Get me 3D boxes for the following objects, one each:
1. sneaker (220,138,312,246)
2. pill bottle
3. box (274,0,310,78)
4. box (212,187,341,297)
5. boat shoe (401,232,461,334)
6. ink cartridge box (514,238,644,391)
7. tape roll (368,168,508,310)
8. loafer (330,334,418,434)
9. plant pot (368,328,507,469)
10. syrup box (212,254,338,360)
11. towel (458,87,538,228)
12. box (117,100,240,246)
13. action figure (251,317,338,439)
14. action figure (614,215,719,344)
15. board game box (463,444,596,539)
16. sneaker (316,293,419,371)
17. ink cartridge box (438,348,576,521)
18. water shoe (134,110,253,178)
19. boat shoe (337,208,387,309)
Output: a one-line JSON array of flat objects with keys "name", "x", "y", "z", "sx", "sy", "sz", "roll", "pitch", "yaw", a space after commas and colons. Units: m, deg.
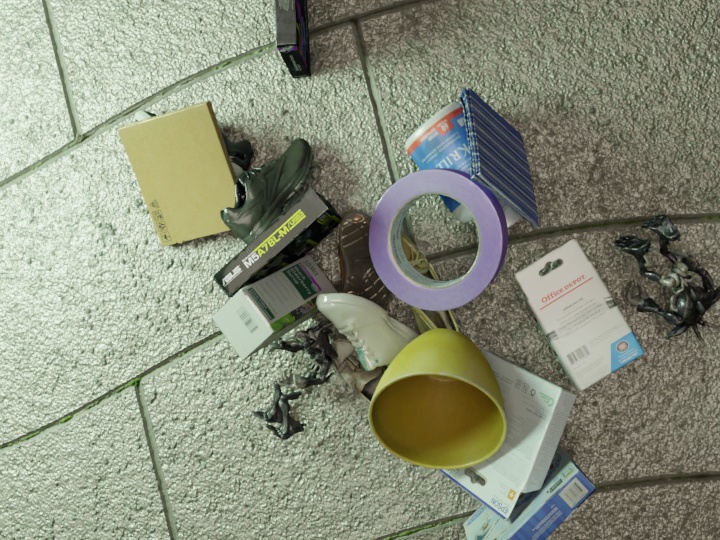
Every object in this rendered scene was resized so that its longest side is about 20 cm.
[{"name": "sneaker", "x": -0.143, "y": -0.134, "z": 1.387, "sx": 0.090, "sy": 0.076, "sz": 0.202, "roll": 37, "pitch": 63, "yaw": -18}, {"name": "pill bottle", "x": 0.166, "y": -0.145, "z": 1.373, "sx": 0.112, "sy": 0.112, "sz": 0.201, "roll": -37, "pitch": 86, "yaw": 3}, {"name": "box", "x": -0.103, "y": -0.386, "z": 1.360, "sx": 0.035, "sy": 0.200, "sz": 0.146, "roll": -3, "pitch": 89, "yaw": 1}, {"name": "box", "x": -0.118, "y": -0.036, "z": 1.353, "sx": 0.193, "sy": 0.200, "sz": 0.048, "roll": -44, "pitch": 85, "yaw": 4}, {"name": "boat shoe", "x": 0.095, "y": 0.028, "z": 1.390, "sx": 0.072, "sy": 0.063, "sz": 0.203, "roll": -24, "pitch": 88, "yaw": -19}, {"name": "ink cartridge box", "x": 0.329, "y": 0.066, "z": 1.375, "sx": 0.115, "sy": 0.068, "sz": 0.202, "roll": -30, "pitch": 87, "yaw": 4}, {"name": "tape roll", "x": 0.114, "y": -0.046, "z": 1.311, "sx": 0.196, "sy": 0.066, "sz": 0.204, "roll": 3, "pitch": 99, "yaw": 17}, {"name": "loafer", "x": 0.027, "y": 0.179, "z": 1.402, "sx": 0.072, "sy": 0.063, "sz": 0.200, "roll": -44, "pitch": 86, "yaw": 5}, {"name": "plant pot", "x": 0.118, "y": 0.170, "z": 1.317, "sx": 0.196, "sy": 0.143, "sz": 0.202, "roll": 6, "pitch": 131, "yaw": 7}, {"name": "syrup box", "x": -0.123, "y": 0.051, "z": 1.347, "sx": 0.081, "sy": 0.199, "sz": 0.079, "roll": -41, "pitch": 85, "yaw": 31}, {"name": "towel", "x": 0.202, "y": -0.168, "z": 1.324, "sx": 0.144, "sy": 0.202, "sz": 0.024, "roll": 33, "pitch": 128, "yaw": -31}, {"name": "box", "x": -0.274, "y": -0.148, "z": 1.408, "sx": 0.161, "sy": 0.021, "sz": 0.203, "roll": -12, "pitch": 109, "yaw": 17}, {"name": "action figure", "x": -0.101, "y": 0.155, "z": 1.388, "sx": 0.101, "sy": 0.119, "sz": 0.203, "roll": 18, "pitch": 101, "yaw": -32}, {"name": "action figure", "x": 0.465, "y": 0.015, "z": 1.345, "sx": 0.118, "sy": 0.102, "sz": 0.201, "roll": -37, "pitch": 111, "yaw": -4}, {"name": "board game box", "x": 0.240, "y": 0.348, "z": 1.311, "sx": 0.043, "sy": 0.199, "sz": 0.200, "roll": 45, "pitch": 93, "yaw": -1}, {"name": "sneaker", "x": 0.010, "y": 0.103, "z": 1.352, "sx": 0.199, "sy": 0.075, "sz": 0.090, "roll": 31, "pitch": 66, "yaw": -30}, {"name": "ink cartridge box", "x": 0.210, "y": 0.240, "z": 1.328, "sx": 0.040, "sy": 0.199, "sz": 0.203, "roll": 22, "pitch": 91, "yaw": -30}, {"name": "water shoe", "x": -0.266, "y": -0.213, "z": 1.446, "sx": 0.198, "sy": 0.072, "sz": 0.080, "roll": 30, "pitch": 71, "yaw": 0}, {"name": "boat shoe", "x": 0.000, "y": 0.000, "z": 1.408, "sx": 0.074, "sy": 0.072, "sz": 0.204, "roll": -5, "pitch": 107, "yaw": -10}]
